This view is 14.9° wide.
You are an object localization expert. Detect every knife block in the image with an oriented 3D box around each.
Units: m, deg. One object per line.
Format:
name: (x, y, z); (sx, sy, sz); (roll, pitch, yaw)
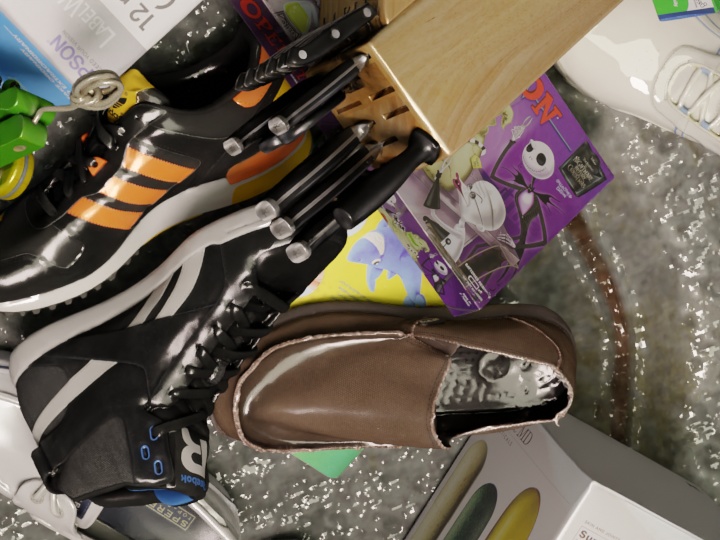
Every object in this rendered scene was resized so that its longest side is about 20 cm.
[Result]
knife block: (0.034, -0.082, 1.336); (0.199, 0.064, 0.176); (10, 76, -30)

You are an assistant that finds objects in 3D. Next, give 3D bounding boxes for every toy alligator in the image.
toy alligator: (-0.186, -0.070, 1.339); (0.200, 0.054, 0.059); (-29, 146, 35)

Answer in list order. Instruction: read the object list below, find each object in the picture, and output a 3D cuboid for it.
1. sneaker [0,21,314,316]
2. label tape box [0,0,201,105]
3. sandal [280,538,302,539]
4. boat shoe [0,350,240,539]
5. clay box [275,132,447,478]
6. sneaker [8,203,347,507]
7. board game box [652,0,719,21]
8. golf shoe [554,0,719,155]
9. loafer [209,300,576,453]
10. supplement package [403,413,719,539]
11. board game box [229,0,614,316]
sneaker: (-0.123, -0.057, 1.375); (0.200, 0.070, 0.090); (-27, 131, -12)
label tape box: (-0.158, -0.160, 1.342); (0.200, 0.066, 0.143); (-43, 114, 0)
sandal: (-0.092, 0.228, 1.508); (0.200, 0.043, 0.076); (-40, 115, 0)
boat shoe: (-0.144, 0.104, 1.437); (0.200, 0.065, 0.074); (25, 101, -22)
clay box: (0.000, 0.000, 1.453); (0.115, 0.048, 0.200); (34, 97, -22)
sneaker: (-0.076, 0.052, 1.362); (0.200, 0.112, 0.073); (-30, 153, 20)
board game box: (0.177, -0.230, 1.361); (0.200, 0.034, 0.136); (-51, 126, -45)
golf shoe: (0.192, -0.095, 1.450); (0.199, 0.097, 0.078); (21, 103, -20)
loafer: (0.021, 0.056, 1.412); (0.199, 0.071, 0.073); (-9, 111, -11)
supplement package: (0.105, 0.199, 1.495); (0.150, 0.152, 0.200); (29, 99, -22)
board game box: (0.034, -0.091, 1.392); (0.120, 0.032, 0.200); (-45, 105, -34)
